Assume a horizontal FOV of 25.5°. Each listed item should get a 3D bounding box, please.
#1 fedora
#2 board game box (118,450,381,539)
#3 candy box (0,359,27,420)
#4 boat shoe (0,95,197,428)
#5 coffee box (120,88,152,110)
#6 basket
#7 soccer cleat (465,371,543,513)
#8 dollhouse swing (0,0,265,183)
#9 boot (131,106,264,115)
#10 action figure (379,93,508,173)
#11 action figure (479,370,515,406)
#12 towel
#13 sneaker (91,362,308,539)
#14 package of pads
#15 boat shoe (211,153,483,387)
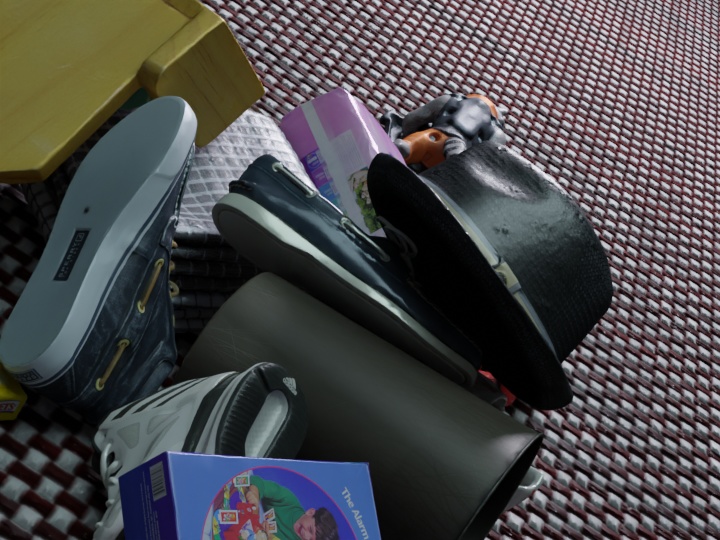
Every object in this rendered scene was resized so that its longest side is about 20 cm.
[{"bbox_3d":[0.093,-0.011,1.022,0.201,0.092,0.201,51,-11,14],"label":"fedora"},{"bbox_3d":[-0.042,0.194,0.789,0.134,0.045,0.201,10,61,-41],"label":"board game box"},{"bbox_3d":[-0.282,0.011,0.932,0.102,0.026,0.200,5,39,-51],"label":"candy box"},{"bbox_3d":[-0.140,-0.004,0.967,0.071,0.201,0.091,7,-28,40],"label":"boat shoe"},{"bbox_3d":[-0.242,-0.151,1.152,0.200,0.044,0.123,-25,60,-35],"label":"coffee box"},{"bbox_3d":[-0.008,0.101,0.977,0.200,0.136,0.180,34,-8,12],"label":"basket"},{"bbox_3d":[0.051,0.076,1.066,0.069,0.085,0.200,-33,96,-43],"label":"soccer cleat"},{"bbox_3d":[-0.206,-0.135,1.073,0.200,0.176,0.182,35,-7,16],"label":"dollhouse swing"},{"bbox_3d":[-0.157,-0.117,1.240,0.146,0.070,0.200,3,31,-49],"label":"boot"},{"bbox_3d":[0.108,-0.099,1.485,0.200,0.105,0.194,31,36,-2],"label":"action figure"},{"bbox_3d":[0.028,0.085,1.142,0.200,0.052,0.065,0,37,-42],"label":"action figure"},{"bbox_3d":[-0.119,-0.042,1.103,0.200,0.086,0.166,0,42,-33],"label":"towel"},{"bbox_3d":[-0.117,0.137,0.875,0.076,0.115,0.201,53,50,-25],"label":"sneaker"},{"bbox_3d":[0.014,-0.031,1.219,0.120,0.076,0.200,41,22,-58],"label":"package of pads"},{"bbox_3d":[0.000,0.000,1.015,0.200,0.075,0.062,33,64,8],"label":"boat shoe"}]
